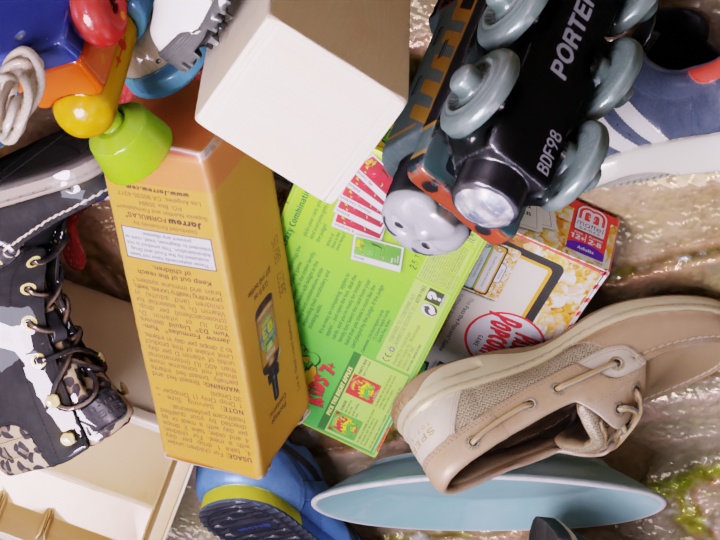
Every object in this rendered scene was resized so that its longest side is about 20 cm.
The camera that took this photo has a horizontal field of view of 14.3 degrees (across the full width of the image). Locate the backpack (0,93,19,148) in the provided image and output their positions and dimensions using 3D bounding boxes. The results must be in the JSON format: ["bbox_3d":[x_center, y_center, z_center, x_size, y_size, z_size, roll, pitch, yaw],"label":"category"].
[{"bbox_3d":[-0.259,-0.108,1.471,0.199,0.154,0.164,-9,123,6],"label":"backpack"}]

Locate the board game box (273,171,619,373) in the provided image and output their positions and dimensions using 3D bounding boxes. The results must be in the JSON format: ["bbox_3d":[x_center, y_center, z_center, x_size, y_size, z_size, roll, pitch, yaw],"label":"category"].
[{"bbox_3d":[0.018,-0.004,1.541,0.199,0.046,0.152,24,133,-7],"label":"board game box"}]

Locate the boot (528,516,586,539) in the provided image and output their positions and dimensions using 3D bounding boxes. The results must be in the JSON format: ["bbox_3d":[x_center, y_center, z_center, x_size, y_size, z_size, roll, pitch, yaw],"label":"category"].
[{"bbox_3d":[0.158,0.195,1.645,0.137,0.078,0.200,9,166,0],"label":"boot"}]

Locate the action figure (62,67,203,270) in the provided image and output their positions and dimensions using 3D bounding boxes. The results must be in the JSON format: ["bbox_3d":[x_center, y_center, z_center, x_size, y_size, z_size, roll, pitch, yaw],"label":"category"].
[{"bbox_3d":[-0.117,-0.048,1.503,0.065,0.099,0.200,1,143,-37],"label":"action figure"}]

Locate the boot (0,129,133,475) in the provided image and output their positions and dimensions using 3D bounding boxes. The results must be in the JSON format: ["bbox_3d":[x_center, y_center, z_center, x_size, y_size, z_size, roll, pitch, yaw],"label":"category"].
[{"bbox_3d":[-0.165,0.018,1.483,0.199,0.073,0.151,-23,103,38],"label":"boot"}]

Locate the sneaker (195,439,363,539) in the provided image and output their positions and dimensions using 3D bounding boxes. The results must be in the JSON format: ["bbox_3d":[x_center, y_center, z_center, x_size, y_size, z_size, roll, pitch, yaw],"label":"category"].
[{"bbox_3d":[-0.034,0.141,1.684,0.066,0.079,0.200,-12,147,21],"label":"sneaker"}]

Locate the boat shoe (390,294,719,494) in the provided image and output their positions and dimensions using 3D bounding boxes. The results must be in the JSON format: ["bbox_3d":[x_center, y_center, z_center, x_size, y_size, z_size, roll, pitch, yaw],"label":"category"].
[{"bbox_3d":[0.117,0.070,1.512,0.199,0.065,0.071,-17,146,-18],"label":"boat shoe"}]

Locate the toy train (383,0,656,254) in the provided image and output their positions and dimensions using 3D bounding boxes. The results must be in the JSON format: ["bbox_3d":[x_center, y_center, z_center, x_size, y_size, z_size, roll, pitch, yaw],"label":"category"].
[{"bbox_3d":[0.072,-0.095,1.340,0.085,0.201,0.114,35,145,-20],"label":"toy train"}]

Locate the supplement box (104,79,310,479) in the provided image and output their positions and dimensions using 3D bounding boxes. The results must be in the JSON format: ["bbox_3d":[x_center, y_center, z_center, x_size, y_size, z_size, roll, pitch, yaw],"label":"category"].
[{"bbox_3d":[-0.076,0.005,1.439,0.068,0.067,0.201,7,127,25],"label":"supplement box"}]

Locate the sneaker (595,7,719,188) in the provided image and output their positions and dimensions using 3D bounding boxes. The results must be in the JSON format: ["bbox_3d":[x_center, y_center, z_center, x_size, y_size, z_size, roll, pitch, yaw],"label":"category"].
[{"bbox_3d":[0.137,-0.086,1.429,0.199,0.075,0.085,-8,91,41],"label":"sneaker"}]

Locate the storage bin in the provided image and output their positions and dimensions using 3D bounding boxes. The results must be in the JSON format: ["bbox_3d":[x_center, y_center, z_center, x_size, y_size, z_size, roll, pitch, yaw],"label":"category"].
[{"bbox_3d":[-0.198,0.096,1.658,0.199,0.094,0.199,19,133,-3],"label":"storage bin"}]

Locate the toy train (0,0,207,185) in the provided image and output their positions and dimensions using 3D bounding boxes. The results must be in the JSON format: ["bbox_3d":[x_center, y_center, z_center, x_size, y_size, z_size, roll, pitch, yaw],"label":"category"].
[{"bbox_3d":[-0.128,-0.081,1.313,0.084,0.201,0.116,-14,134,25],"label":"toy train"}]

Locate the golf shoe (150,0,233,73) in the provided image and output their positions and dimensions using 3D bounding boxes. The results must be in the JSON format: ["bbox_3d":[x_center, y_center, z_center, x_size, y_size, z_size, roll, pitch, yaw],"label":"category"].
[{"bbox_3d":[-0.080,-0.190,1.273,0.094,0.078,0.201,13,111,-6],"label":"golf shoe"}]

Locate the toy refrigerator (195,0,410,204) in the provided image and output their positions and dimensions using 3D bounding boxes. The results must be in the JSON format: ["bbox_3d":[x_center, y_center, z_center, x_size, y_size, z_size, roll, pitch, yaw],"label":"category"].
[{"bbox_3d":[-0.026,-0.114,1.340,0.076,0.200,0.070,31,114,-15],"label":"toy refrigerator"}]

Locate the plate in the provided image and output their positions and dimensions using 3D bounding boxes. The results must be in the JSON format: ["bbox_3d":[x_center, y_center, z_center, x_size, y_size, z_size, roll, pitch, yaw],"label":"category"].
[{"bbox_3d":[0.072,0.121,1.601,0.199,0.026,0.200,1,166,0],"label":"plate"}]

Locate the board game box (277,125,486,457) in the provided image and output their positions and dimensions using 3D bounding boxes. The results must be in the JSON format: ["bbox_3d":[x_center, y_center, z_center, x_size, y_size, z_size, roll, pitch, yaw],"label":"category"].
[{"bbox_3d":[0.000,0.000,1.480,0.101,0.048,0.201,25,133,-1],"label":"board game box"}]
